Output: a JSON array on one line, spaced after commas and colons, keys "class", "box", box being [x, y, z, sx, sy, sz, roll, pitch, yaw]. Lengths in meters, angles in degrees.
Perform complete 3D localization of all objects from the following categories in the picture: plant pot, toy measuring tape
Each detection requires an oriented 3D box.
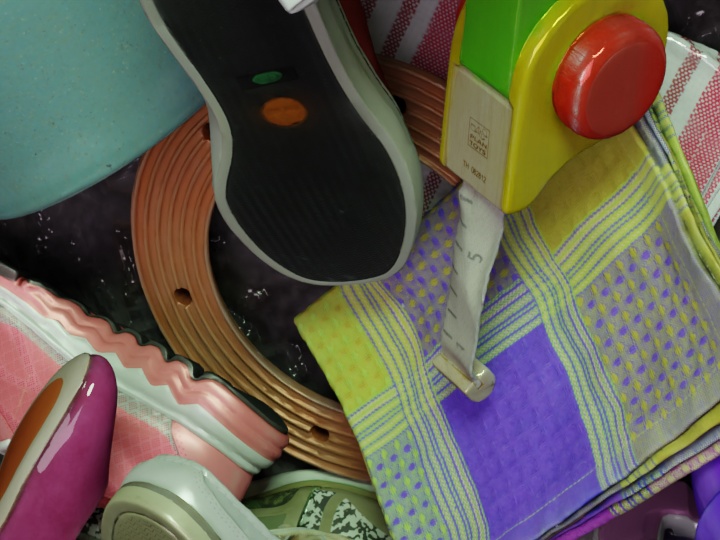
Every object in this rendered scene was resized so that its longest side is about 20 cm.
[{"class": "plant pot", "box": [-0.140, -0.131, 0.774, 0.200, 0.200, 0.188, -26, 113, 21]}, {"class": "toy measuring tape", "box": [0.064, -0.045, 0.704, 0.073, 0.074, 0.200, 13, 128, 11]}]

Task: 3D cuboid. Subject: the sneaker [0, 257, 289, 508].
[{"class": "sneaker", "box": [-0.131, 0.053, 0.855, 0.200, 0.074, 0.087, 27, 85, 20]}]

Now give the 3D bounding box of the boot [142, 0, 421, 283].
[{"class": "boot", "box": [-0.021, -0.099, 0.734, 0.072, 0.145, 0.200, -6, 142, 11]}]

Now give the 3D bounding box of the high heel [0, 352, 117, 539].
[{"class": "high heel", "box": [-0.105, 0.119, 0.813, 0.096, 0.067, 0.200, 20, 126, -11]}]

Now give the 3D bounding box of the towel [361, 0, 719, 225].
[{"class": "towel", "box": [0.048, -0.057, 0.825, 0.200, 0.030, 0.147, 29, 114, 6]}]

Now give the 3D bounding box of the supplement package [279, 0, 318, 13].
[{"class": "supplement package", "box": [0.031, -0.178, 0.630, 0.120, 0.200, 0.121, -32, 94, 34]}]

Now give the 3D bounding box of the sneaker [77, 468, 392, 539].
[{"class": "sneaker", "box": [-0.065, 0.130, 0.878, 0.199, 0.089, 0.077, 3, 107, 14]}]

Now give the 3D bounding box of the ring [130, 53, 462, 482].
[{"class": "ring", "box": [0.000, 0.000, 0.835, 0.200, 0.019, 0.201, 11, 124, 17]}]

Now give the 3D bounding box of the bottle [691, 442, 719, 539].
[{"class": "bottle", "box": [0.154, 0.073, 0.737, 0.065, 0.200, 0.084, -21, 109, 21]}]

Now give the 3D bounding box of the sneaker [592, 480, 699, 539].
[{"class": "sneaker", "box": [0.186, 0.147, 0.826, 0.200, 0.081, 0.089, 11, 127, 4]}]

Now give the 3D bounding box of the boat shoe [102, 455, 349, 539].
[{"class": "boat shoe", "box": [-0.031, 0.132, 0.799, 0.075, 0.068, 0.200, 12, 144, 39]}]

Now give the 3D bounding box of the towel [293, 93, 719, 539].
[{"class": "towel", "box": [0.059, 0.027, 0.753, 0.200, 0.023, 0.144, -39, 63, 38]}]
